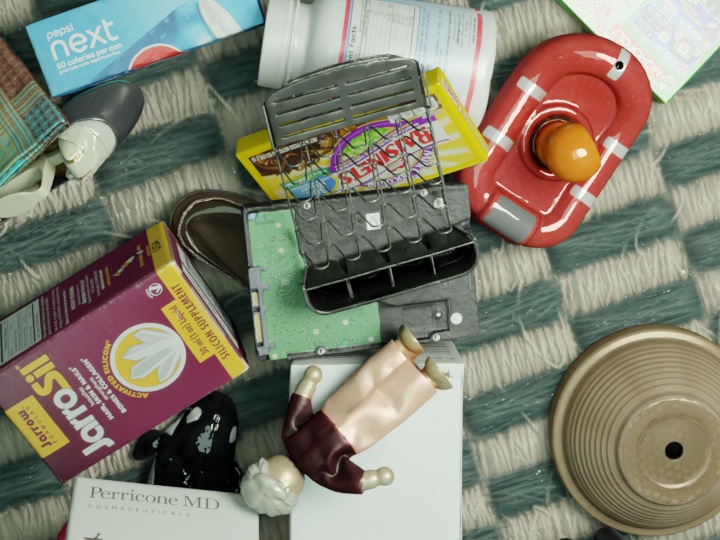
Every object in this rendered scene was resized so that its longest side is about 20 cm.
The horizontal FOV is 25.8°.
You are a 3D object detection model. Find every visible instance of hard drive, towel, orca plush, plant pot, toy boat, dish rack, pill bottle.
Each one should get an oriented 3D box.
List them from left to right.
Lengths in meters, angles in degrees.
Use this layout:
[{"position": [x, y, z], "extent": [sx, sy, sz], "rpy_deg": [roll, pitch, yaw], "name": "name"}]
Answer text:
[{"position": [-0.367, -0.112, 1.388], "extent": [0.200, 0.022, 0.147], "rpy_deg": [-42, 69, 5], "name": "towel"}, {"position": [-0.177, 0.206, 1.446], "extent": [0.105, 0.071, 0.200], "rpy_deg": [43, 94, -7], "name": "orca plush"}, {"position": [0.000, 0.000, 1.379], "extent": [0.200, 0.038, 0.140], "rpy_deg": [-8, 100, -8], "name": "hard drive"}, {"position": [0.005, -0.075, 1.303], "extent": [0.153, 0.055, 0.200], "rpy_deg": [-16, 117, -5], "name": "dish rack"}, {"position": [0.013, -0.189, 1.383], "extent": [0.200, 0.109, 0.109], "rpy_deg": [8, 97, -3], "name": "pill bottle"}, {"position": [0.178, -0.112, 1.384], "extent": [0.130, 0.131, 0.200], "rpy_deg": [31, 96, -15], "name": "toy boat"}, {"position": [0.278, 0.155, 1.451], "extent": [0.200, 0.093, 0.201], "rpy_deg": [0, 97, -2], "name": "plant pot"}]

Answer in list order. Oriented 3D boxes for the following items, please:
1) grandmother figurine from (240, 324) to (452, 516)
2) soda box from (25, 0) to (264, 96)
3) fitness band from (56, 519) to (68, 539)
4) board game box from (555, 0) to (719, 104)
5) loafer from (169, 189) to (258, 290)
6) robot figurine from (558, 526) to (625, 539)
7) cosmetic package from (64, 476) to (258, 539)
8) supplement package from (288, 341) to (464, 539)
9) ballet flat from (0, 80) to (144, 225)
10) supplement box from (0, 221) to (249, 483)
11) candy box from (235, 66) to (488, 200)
[{"position": [-0.017, 0.139, 1.334], "extent": [0.200, 0.061, 0.121], "rpy_deg": [-38, 62, -1], "name": "grandmother figurine"}, {"position": [-0.188, -0.218, 1.392], "extent": [0.200, 0.064, 0.068], "rpy_deg": [-19, 98, 1], "name": "soda box"}, {"position": [-0.188, 0.280, 1.436], "extent": [0.200, 0.037, 0.144], "rpy_deg": [36, 118, -25], "name": "fitness band"}, {"position": [0.251, -0.268, 1.423], "extent": [0.200, 0.029, 0.135], "rpy_deg": [43, 95, -8], "name": "board game box"}, {"position": [-0.079, -0.012, 1.421], "extent": [0.200, 0.071, 0.073], "rpy_deg": [26, 96, -6], "name": "loafer"}, {"position": [0.234, 0.344, 1.461], "extent": [0.150, 0.125, 0.200], "rpy_deg": [-9, 100, 34], "name": "robot figurine"}, {"position": [-0.176, 0.304, 1.313], "extent": [0.165, 0.200, 0.165], "rpy_deg": [7, 124, -9], "name": "cosmetic package"}, {"position": [0.012, 0.171, 1.431], "extent": [0.155, 0.111, 0.200], "rpy_deg": [0, 97, -3], "name": "supplement package"}, {"position": [-0.274, -0.095, 1.400], "extent": [0.200, 0.073, 0.073], "rpy_deg": [-30, 98, 3], "name": "ballet flat"}, {"position": [-0.220, 0.071, 1.396], "extent": [0.200, 0.103, 0.131], "rpy_deg": [-32, 116, 2], "name": "supplement box"}, {"position": [0.001, -0.106, 1.376], "extent": [0.200, 0.026, 0.102], "rpy_deg": [-17, 137, 22], "name": "candy box"}]
